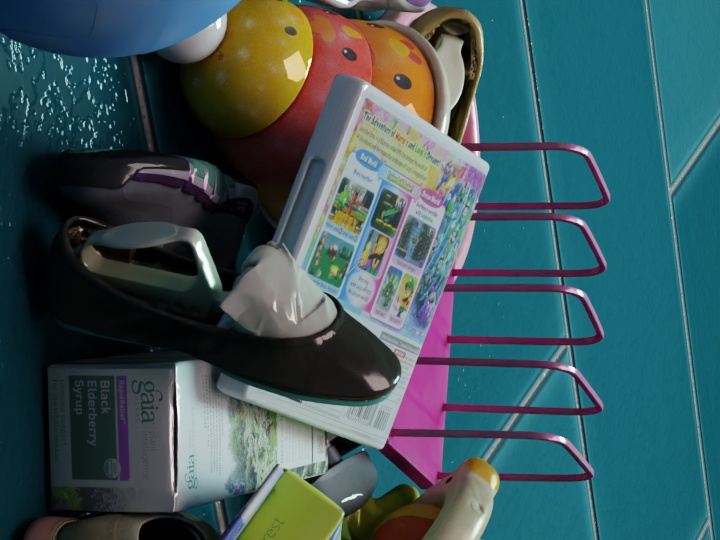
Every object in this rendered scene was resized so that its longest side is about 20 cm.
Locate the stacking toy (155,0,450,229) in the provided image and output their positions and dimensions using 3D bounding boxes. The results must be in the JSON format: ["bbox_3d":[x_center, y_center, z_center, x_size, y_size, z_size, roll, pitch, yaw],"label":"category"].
[{"bbox_3d":[-0.055,-0.111,1.672,0.200,0.146,0.147,31,60,-47],"label":"stacking toy"}]

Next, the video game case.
[{"bbox_3d":[0.000,0.000,1.615,0.200,0.024,0.183,27,83,-64],"label":"video game case"}]

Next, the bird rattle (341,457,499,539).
[{"bbox_3d":[0.014,0.187,1.769,0.113,0.163,0.200,45,34,1],"label":"bird rattle"}]

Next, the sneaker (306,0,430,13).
[{"bbox_3d":[-0.030,-0.189,1.741,0.200,0.099,0.075,15,77,-63],"label":"sneaker"}]

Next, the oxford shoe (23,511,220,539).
[{"bbox_3d":[-0.109,0.162,1.557,0.200,0.074,0.071,1,84,-69],"label":"oxford shoe"}]

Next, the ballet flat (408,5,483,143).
[{"bbox_3d":[0.028,-0.070,1.756,0.063,0.068,0.201,156,-50,-77],"label":"ballet flat"}]

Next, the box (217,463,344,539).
[{"bbox_3d":[-0.059,0.174,1.566,0.122,0.048,0.200,-55,175,-8],"label":"box"}]

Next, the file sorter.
[{"bbox_3d":[0.088,0.028,1.830,0.139,0.125,0.201,48,44,-68],"label":"file sorter"}]

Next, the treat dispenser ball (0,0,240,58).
[{"bbox_3d":[-0.124,-0.202,1.365,0.201,0.200,0.202,-1,90,-68],"label":"treat dispenser ball"}]

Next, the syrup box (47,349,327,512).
[{"bbox_3d":[-0.093,0.084,1.593,0.200,0.081,0.079,-6,94,-66],"label":"syrup box"}]

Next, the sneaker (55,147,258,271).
[{"bbox_3d":[-0.108,-0.016,1.576,0.200,0.074,0.088,14,81,-68],"label":"sneaker"}]

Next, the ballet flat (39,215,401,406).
[{"bbox_3d":[-0.074,0.017,1.483,0.068,0.199,0.069,-61,160,-53],"label":"ballet flat"}]

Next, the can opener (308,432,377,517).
[{"bbox_3d":[-0.006,0.116,1.827,0.067,0.053,0.200,60,23,4],"label":"can opener"}]

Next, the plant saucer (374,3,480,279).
[{"bbox_3d":[0.026,-0.080,1.935,0.200,0.051,0.201,0,90,-68],"label":"plant saucer"}]
